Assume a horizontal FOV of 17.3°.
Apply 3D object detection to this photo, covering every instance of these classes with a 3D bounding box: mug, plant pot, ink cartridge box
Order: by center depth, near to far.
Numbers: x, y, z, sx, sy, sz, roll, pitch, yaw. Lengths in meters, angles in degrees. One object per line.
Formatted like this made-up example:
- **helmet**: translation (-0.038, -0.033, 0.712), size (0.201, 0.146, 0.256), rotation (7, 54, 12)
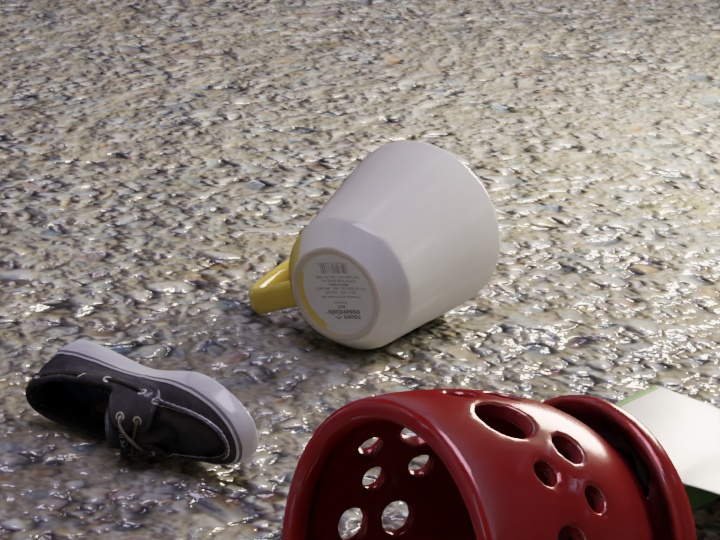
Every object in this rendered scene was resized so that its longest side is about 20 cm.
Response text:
- **plant pot**: translation (0.081, 0.167, 1.353), size (0.181, 0.202, 0.200), rotation (-1, 18, -36)
- **ink cartridge box**: translation (0.248, 0.143, 1.674), size (0.199, 0.048, 0.145), rotation (19, 24, 37)
- **mug**: translation (0.009, 0.002, 1.964), size (0.149, 0.187, 0.153), rotation (41, 38, 8)

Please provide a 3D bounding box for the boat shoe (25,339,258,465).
- **boat shoe**: translation (-0.162, 0.103, 1.698), size (0.199, 0.070, 0.066), rotation (21, 43, 35)
